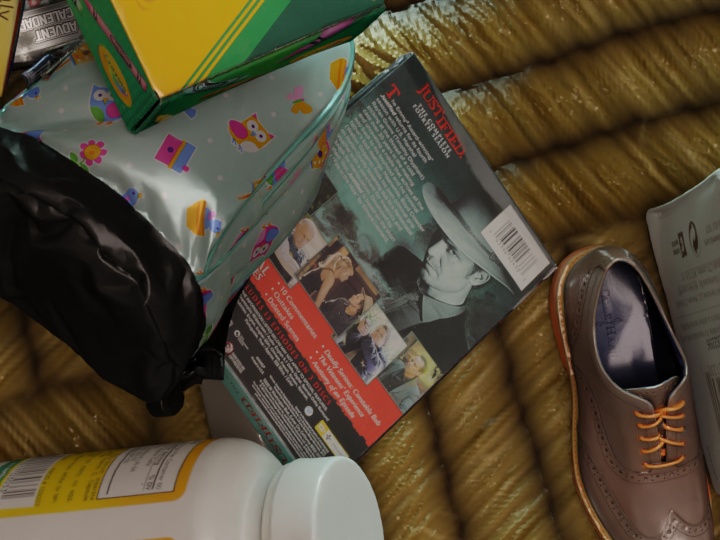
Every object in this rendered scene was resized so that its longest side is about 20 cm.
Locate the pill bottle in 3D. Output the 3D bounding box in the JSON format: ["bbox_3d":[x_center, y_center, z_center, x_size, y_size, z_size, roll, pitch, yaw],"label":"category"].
[{"bbox_3d":[-0.094,0.142,1.207,0.199,0.113,0.114,-8,90,23],"label":"pill bottle"}]

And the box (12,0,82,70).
[{"bbox_3d":[-0.138,-0.182,1.286,0.199,0.040,0.138,-9,91,-9],"label":"box"}]

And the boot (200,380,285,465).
[{"bbox_3d":[-0.039,0.037,1.282,0.090,0.073,0.201,-20,100,-25],"label":"boot"}]

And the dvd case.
[{"bbox_3d":[0.000,0.000,1.266,0.200,0.022,0.146,-42,104,-28],"label":"dvd case"}]

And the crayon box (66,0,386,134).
[{"bbox_3d":[-0.088,-0.177,1.080,0.118,0.058,0.201,-25,87,-22],"label":"crayon box"}]

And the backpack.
[{"bbox_3d":[-0.086,-0.055,1.152,0.167,0.127,0.200,39,57,4],"label":"backpack"}]

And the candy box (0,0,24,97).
[{"bbox_3d":[-0.257,-0.185,1.194,0.199,0.077,0.170,9,102,-9],"label":"candy box"}]

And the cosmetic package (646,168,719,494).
[{"bbox_3d":[0.279,0.015,1.274,0.199,0.167,0.167,-13,85,-9],"label":"cosmetic package"}]

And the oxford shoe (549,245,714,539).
[{"bbox_3d":[0.149,0.085,1.304,0.071,0.073,0.201,-18,91,-9],"label":"oxford shoe"}]
